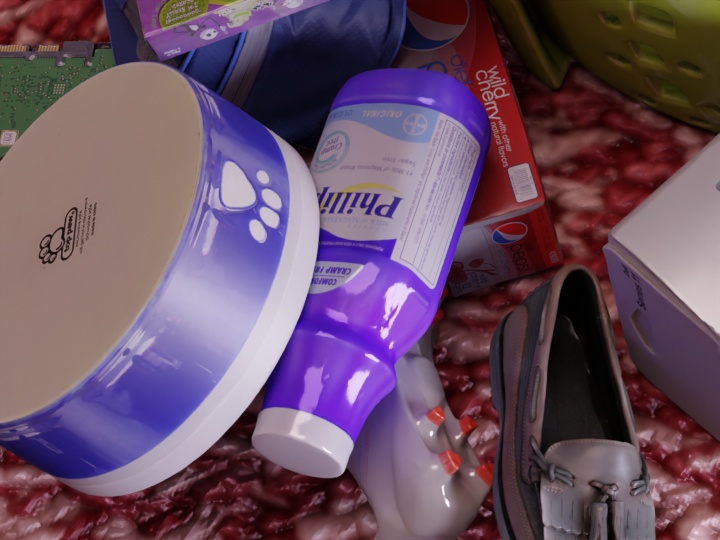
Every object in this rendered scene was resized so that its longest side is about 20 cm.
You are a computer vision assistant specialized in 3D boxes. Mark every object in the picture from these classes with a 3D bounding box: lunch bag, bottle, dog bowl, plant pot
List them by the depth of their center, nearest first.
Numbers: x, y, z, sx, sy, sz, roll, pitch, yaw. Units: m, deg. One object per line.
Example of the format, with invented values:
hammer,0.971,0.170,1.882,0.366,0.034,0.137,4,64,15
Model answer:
bottle,0.000,0.000,1.291,0.083,0.065,0.201,1,61,37
dog bowl,-0.117,0.002,1.299,0.199,0.079,0.201,-30,42,32
plant pot,0.157,-0.199,1.374,0.180,0.200,0.200,10,66,25
lunch bag,-0.073,-0.170,1.416,0.131,0.136,0.201,2,55,-27

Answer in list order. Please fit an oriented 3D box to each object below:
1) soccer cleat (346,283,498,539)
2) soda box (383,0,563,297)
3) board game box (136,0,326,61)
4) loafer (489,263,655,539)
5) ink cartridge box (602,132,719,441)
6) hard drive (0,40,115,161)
soccer cleat,0.009,0.054,1.345,0.077,0.069,0.201,-40,46,27
soda box,0.049,-0.092,1.409,0.063,0.070,0.201,-17,60,5
board game box,-0.021,-0.188,1.307,0.199,0.032,0.121,-18,57,8
loafer,0.102,0.084,1.280,0.071,0.063,0.201,10,46,-21
ink cartridge box,0.221,-0.023,1.288,0.200,0.147,0.083,-41,62,-9
hard drive,-0.171,-0.030,1.449,0.139,0.038,0.201,1,63,14
